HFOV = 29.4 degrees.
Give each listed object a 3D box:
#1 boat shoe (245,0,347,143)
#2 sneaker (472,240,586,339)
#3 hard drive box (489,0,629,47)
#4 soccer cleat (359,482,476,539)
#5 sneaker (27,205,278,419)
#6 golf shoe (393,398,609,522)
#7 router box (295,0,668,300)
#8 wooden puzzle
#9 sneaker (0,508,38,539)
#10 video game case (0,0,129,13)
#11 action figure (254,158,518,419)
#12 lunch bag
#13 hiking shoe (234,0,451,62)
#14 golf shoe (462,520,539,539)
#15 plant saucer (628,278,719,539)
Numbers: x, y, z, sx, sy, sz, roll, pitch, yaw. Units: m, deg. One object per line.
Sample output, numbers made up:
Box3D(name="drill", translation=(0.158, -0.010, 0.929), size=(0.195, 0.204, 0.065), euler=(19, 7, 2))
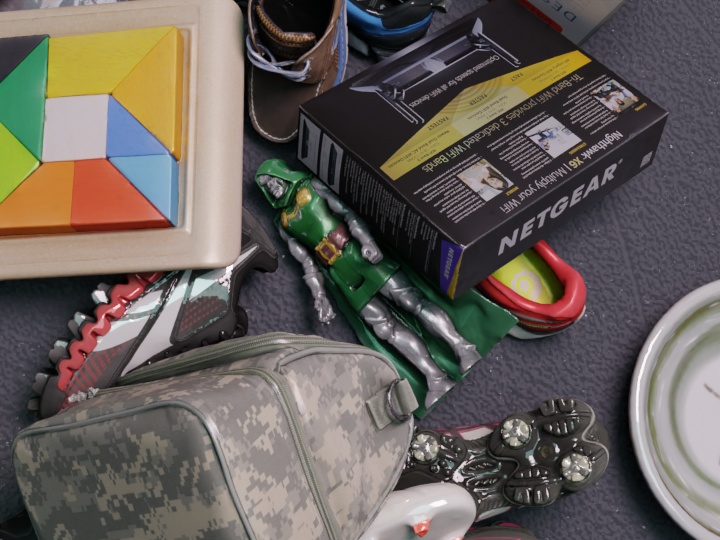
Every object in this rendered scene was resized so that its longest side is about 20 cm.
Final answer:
Box3D(name="boat shoe", translation=(-0.046, -0.163, 0.896), size=(0.072, 0.201, 0.073), euler=(19, 37, 8))
Box3D(name="sneaker", translation=(0.076, -0.031, 0.945), size=(0.199, 0.085, 0.077), euler=(35, 76, -3))
Box3D(name="hard drive box", translation=(0.132, -0.247, 0.932), size=(0.155, 0.200, 0.077), euler=(36, 77, -2))
Box3D(name="soccer cleat", translation=(-0.019, 0.166, 0.858), size=(0.199, 0.069, 0.078), euler=(-30, 48, 25))
Box3D(name="sneaker", translation=(-0.130, 0.033, 0.904), size=(0.098, 0.071, 0.201), euler=(42, 82, -10))
Box3D(name="golf shoe", translation=(0.069, 0.139, 0.915), size=(0.198, 0.088, 0.078), euler=(-11, 76, 12))
Box3D(name="router box", translation=(0.081, -0.090, 0.916), size=(0.199, 0.052, 0.157), euler=(-32, 59, -28))
Box3D(name="wooden puzzle", translation=(-0.175, -0.089, 0.877), size=(0.198, 0.037, 0.187), euler=(-2, 73, 4))
Box3D(name="sneaker", translation=(-0.155, 0.223, 0.870), size=(0.200, 0.070, 0.100), euler=(39, 74, -3))
Box3D(name="video game case", translation=(-0.230, -0.103, 0.931), size=(0.199, 0.026, 0.182), euler=(-23, 85, -13))
Box3D(name="action figure", translation=(0.000, 0.000, 0.928), size=(0.200, 0.118, 0.055), euler=(47, 34, 9))
Box3D(name="lunch bag", translation=(-0.082, 0.114, 0.812), size=(0.167, 0.199, 0.140), euler=(-25, 97, -48))
Box3D(name="hiking shoe", translation=(-0.035, -0.217, 0.952), size=(0.198, 0.087, 0.075), euler=(20, 71, -8))
Box3D(name="golf shoe", translation=(0.034, 0.212, 0.898), size=(0.198, 0.088, 0.078), euler=(-18, 86, -11))
Box3D(name="plant saucer", translation=(0.278, 0.105, 0.978), size=(0.198, 0.050, 0.202), euler=(2, 80, -11))
